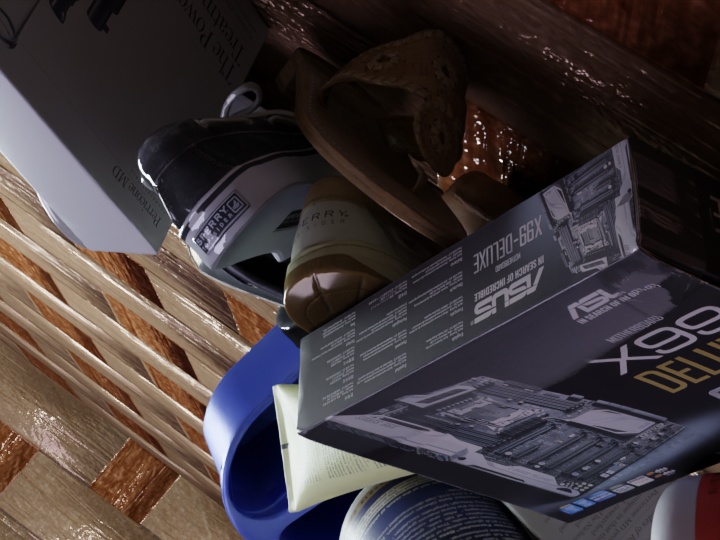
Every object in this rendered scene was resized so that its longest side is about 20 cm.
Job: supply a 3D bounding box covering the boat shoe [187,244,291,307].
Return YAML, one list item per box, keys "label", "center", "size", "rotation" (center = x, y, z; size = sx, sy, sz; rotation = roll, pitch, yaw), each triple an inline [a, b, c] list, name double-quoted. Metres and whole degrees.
- label: "boat shoe"
  center: [0.000, 0.000, 0.850]
  size: [0.200, 0.075, 0.062]
  rotation: [17, 171, 0]

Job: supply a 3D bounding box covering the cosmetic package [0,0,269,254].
- label: "cosmetic package"
  center: [-0.132, -0.126, 0.730]
  size: [0.052, 0.151, 0.200]
  rotation: [6, 148, 33]

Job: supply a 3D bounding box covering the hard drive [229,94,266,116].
- label: "hard drive"
  center: [-0.083, -0.078, 0.931]
  size: [0.132, 0.026, 0.200]
  rotation: [34, 173, 18]

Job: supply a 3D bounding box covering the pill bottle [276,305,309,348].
- label: "pill bottle"
  center: [0.047, 0.068, 0.950]
  size: [0.200, 0.112, 0.112]
  rotation: [45, 163, -18]

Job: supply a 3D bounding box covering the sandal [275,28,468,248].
- label: "sandal"
  center: [0.014, -0.083, 0.702]
  size: [0.078, 0.070, 0.212]
  rotation: [30, -169, -24]

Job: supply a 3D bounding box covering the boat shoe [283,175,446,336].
- label: "boat shoe"
  center: [0.044, 0.019, 0.709]
  size: [0.074, 0.066, 0.200]
  rotation: [-21, 143, 30]

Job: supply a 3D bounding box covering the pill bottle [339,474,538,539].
- label: "pill bottle"
  center: [0.061, 0.184, 0.822]
  size: [0.111, 0.111, 0.200]
  rotation: [44, -179, -20]

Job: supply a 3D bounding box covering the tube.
- label: "tube"
  center: [0.019, 0.085, 0.857]
  size: [0.200, 0.058, 0.052]
  rotation: [-19, 125, 45]

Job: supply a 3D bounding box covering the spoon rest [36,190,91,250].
- label: "spoon rest"
  center: [-0.154, -0.105, 0.802]
  size: [0.061, 0.099, 0.200]
  rotation: [0, 120, 26]

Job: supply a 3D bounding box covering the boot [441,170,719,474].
- label: "boot"
  center: [0.140, 0.044, 0.782]
  size: [0.200, 0.066, 0.175]
  rotation: [33, 161, 30]

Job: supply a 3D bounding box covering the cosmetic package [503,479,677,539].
- label: "cosmetic package"
  center: [0.161, 0.154, 0.780]
  size: [0.101, 0.071, 0.200]
  rotation: [40, -176, -45]

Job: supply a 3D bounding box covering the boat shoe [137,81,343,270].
- label: "boat shoe"
  center: [-0.051, -0.045, 0.729]
  size: [0.068, 0.074, 0.199]
  rotation: [45, -161, 7]

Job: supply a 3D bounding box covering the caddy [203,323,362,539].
- label: "caddy"
  center: [-0.011, 0.103, 1.044]
  size: [0.141, 0.200, 0.105]
  rotation: [46, 179, -31]

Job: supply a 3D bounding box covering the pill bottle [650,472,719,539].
- label: "pill bottle"
  center: [0.222, 0.129, 0.611]
  size: [0.200, 0.112, 0.112]
  rotation: [-9, 142, 21]

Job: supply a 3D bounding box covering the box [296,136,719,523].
- label: "box"
  center: [0.094, 0.035, 0.619]
  size: [0.158, 0.050, 0.200]
  rotation: [22, 145, -32]
